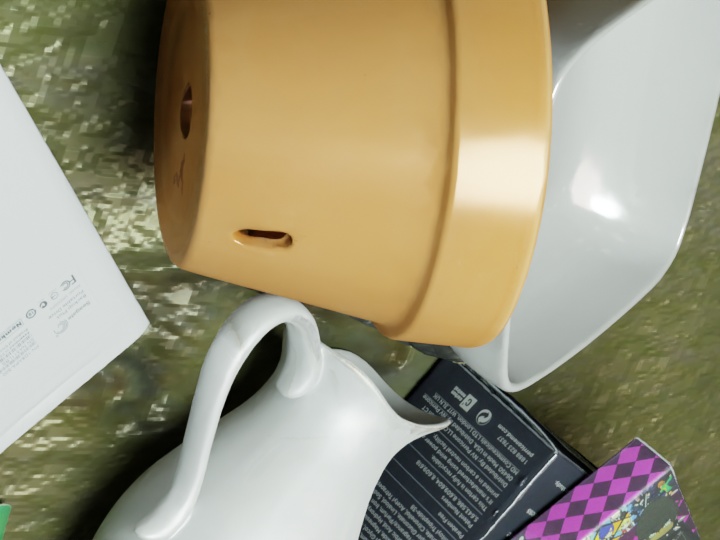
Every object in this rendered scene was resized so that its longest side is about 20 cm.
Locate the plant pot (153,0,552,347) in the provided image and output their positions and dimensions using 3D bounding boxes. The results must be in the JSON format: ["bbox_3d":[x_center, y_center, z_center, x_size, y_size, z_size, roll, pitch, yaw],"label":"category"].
[{"bbox_3d":[-0.011,-0.068,1.147,0.140,0.200,0.201,2,120,-15],"label":"plant pot"}]

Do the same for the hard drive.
[{"bbox_3d":[-0.181,0.003,1.157,0.132,0.025,0.200,-40,141,-13],"label":"hard drive"}]

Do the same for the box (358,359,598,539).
[{"bbox_3d":[0.049,0.171,1.412,0.200,0.104,0.148,-48,136,1],"label":"box"}]

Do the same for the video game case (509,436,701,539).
[{"bbox_3d":[0.103,0.208,1.378,0.200,0.036,0.181,-38,135,-10],"label":"video game case"}]

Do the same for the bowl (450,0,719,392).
[{"bbox_3d":[0.100,-0.059,1.280,0.200,0.074,0.200,-35,141,-49],"label":"bowl"}]

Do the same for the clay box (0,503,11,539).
[{"bbox_3d":[-0.226,0.211,1.269,0.115,0.048,0.201,-6,123,-35],"label":"clay box"}]

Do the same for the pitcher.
[{"bbox_3d":[-0.064,0.114,1.275,0.200,0.121,0.172,-54,143,-5],"label":"pitcher"}]

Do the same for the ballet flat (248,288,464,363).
[{"bbox_3d":[0.000,0.000,1.304,0.057,0.067,0.200,-22,147,34],"label":"ballet flat"}]
